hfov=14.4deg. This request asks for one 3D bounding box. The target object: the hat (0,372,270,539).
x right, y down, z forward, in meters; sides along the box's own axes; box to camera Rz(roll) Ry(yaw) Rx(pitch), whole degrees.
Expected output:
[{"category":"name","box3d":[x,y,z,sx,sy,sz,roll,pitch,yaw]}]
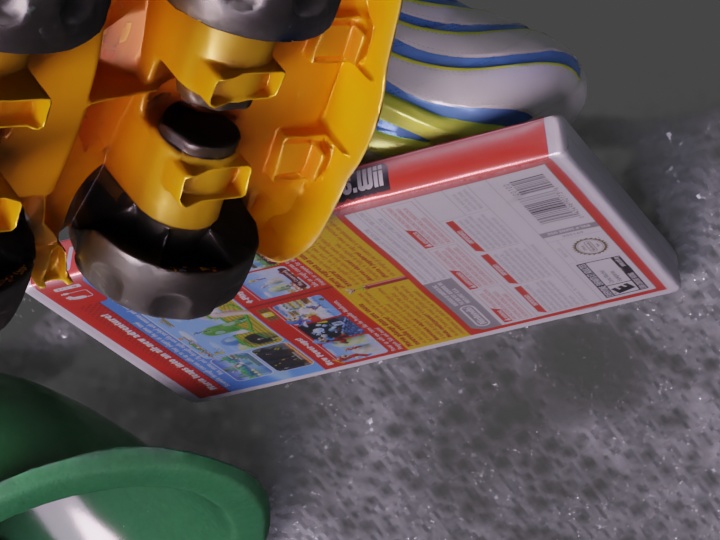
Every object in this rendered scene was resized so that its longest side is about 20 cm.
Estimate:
[{"category":"hat","box3d":[-0.153,0.054,1.124,0.199,0.177,0.166,12,132,-45]}]

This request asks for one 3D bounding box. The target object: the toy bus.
[{"category":"toy bus","box3d":[-0.116,-0.084,0.899,0.199,0.192,0.136,-5,129,-34]}]

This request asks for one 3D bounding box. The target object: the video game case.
[{"category":"video game case","box3d":[0.000,0.000,1.012,0.199,0.018,0.143,-14,157,18]}]

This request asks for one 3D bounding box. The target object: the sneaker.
[{"category":"sneaker","box3d":[-0.019,-0.099,0.965,0.199,0.076,0.106,8,123,6]}]
